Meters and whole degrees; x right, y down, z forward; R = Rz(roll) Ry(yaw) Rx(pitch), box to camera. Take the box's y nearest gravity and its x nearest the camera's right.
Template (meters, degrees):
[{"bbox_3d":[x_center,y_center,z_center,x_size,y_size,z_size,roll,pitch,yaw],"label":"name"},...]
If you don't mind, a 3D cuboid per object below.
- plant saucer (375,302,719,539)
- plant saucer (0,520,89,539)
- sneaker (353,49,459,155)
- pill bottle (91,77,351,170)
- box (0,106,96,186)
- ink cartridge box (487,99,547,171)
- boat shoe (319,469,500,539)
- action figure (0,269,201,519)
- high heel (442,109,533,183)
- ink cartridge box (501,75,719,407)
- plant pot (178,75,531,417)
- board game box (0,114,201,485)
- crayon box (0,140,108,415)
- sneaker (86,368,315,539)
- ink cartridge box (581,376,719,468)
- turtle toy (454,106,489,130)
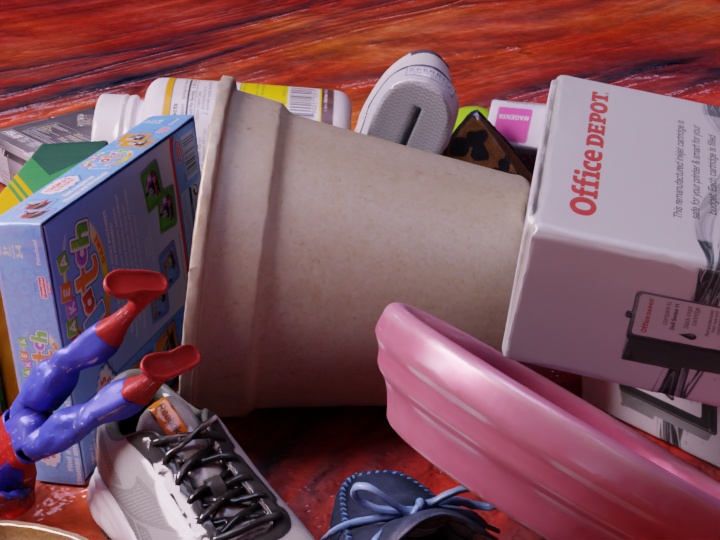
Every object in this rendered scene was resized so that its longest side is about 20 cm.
[{"bbox_3d":[0.088,0.083,0.593,0.200,0.051,0.201,29,2,-1],"label":"plant saucer"},{"bbox_3d":[-0.184,0.171,0.544,0.199,0.036,0.200,-3,21,1],"label":"plant saucer"},{"bbox_3d":[0.013,-0.052,0.868,0.073,0.200,0.071,29,32,-4],"label":"sneaker"},{"bbox_3d":[-0.109,-0.095,1.060,0.199,0.110,0.109,4,22,-2],"label":"pill bottle"},{"bbox_3d":[-0.224,-0.100,1.200,0.158,0.049,0.200,-19,27,-34],"label":"box"},{"bbox_3d":[0.173,-0.057,0.945,0.119,0.042,0.200,9,-15,27],"label":"ink cartridge box"},{"bbox_3d":[0.039,0.129,0.567,0.084,0.069,0.200,-12,23,-20],"label":"boat shoe"},{"bbox_3d":[-0.172,0.074,0.628,0.099,0.065,0.200,-8,-25,-46],"label":"action figure"},{"bbox_3d":[0.149,-0.039,0.866,0.199,0.143,0.071,-5,22,-3],"label":"high heel"},{"bbox_3d":[0.176,-0.009,0.642,0.199,0.083,0.147,13,38,6],"label":"ink cartridge box"},{"bbox_3d":[0.000,0.000,0.764,0.182,0.201,0.201,6,22,-4],"label":"plant pot"},{"bbox_3d":[-0.141,0.008,0.783,0.036,0.152,0.200,2,22,16],"label":"board game box"},{"bbox_3d":[-0.190,0.009,0.824,0.050,0.128,0.200,-2,23,3],"label":"crayon box"},{"bbox_3d":[-0.077,0.109,0.623,0.074,0.080,0.200,-15,26,-31],"label":"sneaker"},{"bbox_3d":[0.205,0.047,0.745,0.116,0.068,0.200,-19,27,-32],"label":"ink cartridge box"},{"bbox_3d":[0.050,-0.057,0.980,0.145,0.102,0.200,13,28,36],"label":"turtle toy"}]
